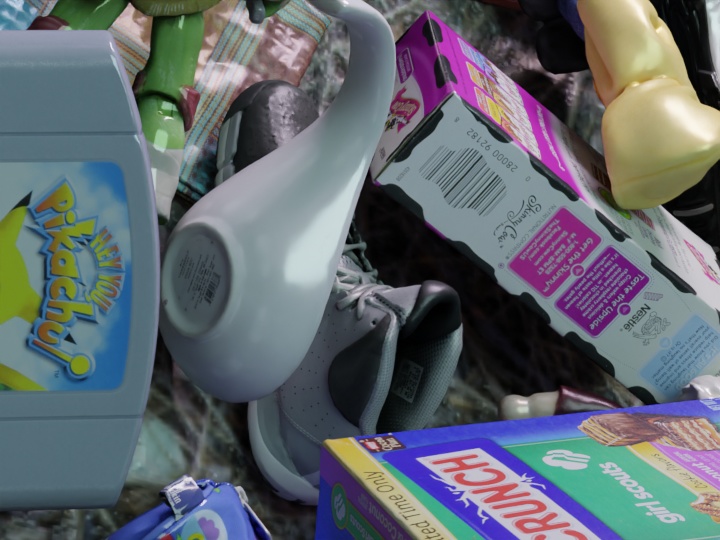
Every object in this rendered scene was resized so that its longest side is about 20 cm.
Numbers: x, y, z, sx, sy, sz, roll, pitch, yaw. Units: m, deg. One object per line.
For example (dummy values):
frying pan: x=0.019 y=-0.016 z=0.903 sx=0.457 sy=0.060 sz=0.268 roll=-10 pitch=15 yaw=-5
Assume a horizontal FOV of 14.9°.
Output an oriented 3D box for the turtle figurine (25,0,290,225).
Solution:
turtle figurine: x=-0.107 y=-0.129 z=1.240 sx=0.144 sy=0.200 sz=0.194 roll=32 pitch=77 yaw=-53

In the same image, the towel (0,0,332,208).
towel: x=-0.114 y=-0.128 z=1.293 sx=0.200 sy=0.022 sz=0.147 roll=35 pitch=56 yaw=-18

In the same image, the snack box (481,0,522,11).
snack box: x=0.138 y=-0.163 z=1.477 sx=0.200 sy=0.024 sz=0.072 roll=11 pitch=67 yaw=-31

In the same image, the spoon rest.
spoon rest: x=-0.034 y=-0.034 z=1.210 sx=0.061 sy=0.200 sz=0.099 roll=2 pitch=30 yaw=-43

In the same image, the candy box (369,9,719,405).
candy box: x=0.092 y=-0.025 z=1.321 sx=0.200 sy=0.061 sz=0.136 roll=38 pitch=15 yaw=-16

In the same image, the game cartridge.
game cartridge: x=-0.149 y=0.001 z=1.131 sx=0.133 sy=0.040 sz=0.200 roll=-2 pitch=98 yaw=-10

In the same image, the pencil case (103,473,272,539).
pencil case: x=-0.037 y=0.177 z=1.182 sx=0.087 sy=0.078 sz=0.200 roll=-41 pitch=98 yaw=-17

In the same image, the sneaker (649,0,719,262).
sneaker: x=0.192 y=-0.099 z=1.441 sx=0.079 sy=0.074 sz=0.201 roll=1 pitch=84 yaw=-37

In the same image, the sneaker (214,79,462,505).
sneaker: x=0.000 y=0.000 z=1.246 sx=0.075 sy=0.115 sz=0.200 roll=1 pitch=76 yaw=-42

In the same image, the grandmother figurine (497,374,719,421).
grandmother figurine: x=0.103 y=0.107 z=1.262 sx=0.200 sy=0.061 sz=0.121 roll=-29 pitch=98 yaw=-4

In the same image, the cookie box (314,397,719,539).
cookie box: x=0.102 y=0.122 z=1.125 sx=0.200 sy=0.171 sz=0.075 roll=-5 pitch=111 yaw=-22

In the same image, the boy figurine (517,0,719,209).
boy figurine: x=0.132 y=-0.085 z=1.346 sx=0.200 sy=0.064 sz=0.124 roll=-107 pitch=176 yaw=-57
